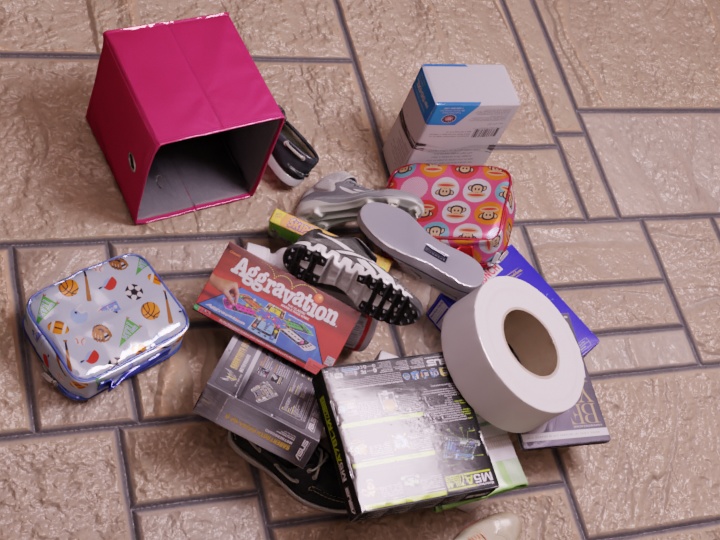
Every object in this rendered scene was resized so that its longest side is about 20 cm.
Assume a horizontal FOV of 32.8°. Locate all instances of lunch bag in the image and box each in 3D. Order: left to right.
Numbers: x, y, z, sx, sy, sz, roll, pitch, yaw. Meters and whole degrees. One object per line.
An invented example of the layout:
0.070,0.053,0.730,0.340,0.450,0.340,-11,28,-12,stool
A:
-0.333,0.076,1.596,0.200,0.076,0.160,-29,75,-34,lunch bag
0.126,-0.074,1.822,0.199,0.082,0.176,4,51,17,lunch bag

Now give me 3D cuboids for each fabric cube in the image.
-0.254,-0.216,1.736,0.200,0.196,0.200,-17,67,-29,fabric cube

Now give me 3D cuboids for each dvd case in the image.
0.260,0.152,1.716,0.148,0.016,0.200,0,62,-28,dvd case

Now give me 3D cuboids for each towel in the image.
0.126,0.207,1.613,0.149,0.031,0.200,-11,65,-26,towel

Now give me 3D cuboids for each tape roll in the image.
0.204,0.111,1.628,0.202,0.071,0.203,25,46,-29,tape roll

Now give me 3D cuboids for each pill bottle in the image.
-0.076,0.034,1.697,0.200,0.114,0.114,17,55,-11,pill bottle

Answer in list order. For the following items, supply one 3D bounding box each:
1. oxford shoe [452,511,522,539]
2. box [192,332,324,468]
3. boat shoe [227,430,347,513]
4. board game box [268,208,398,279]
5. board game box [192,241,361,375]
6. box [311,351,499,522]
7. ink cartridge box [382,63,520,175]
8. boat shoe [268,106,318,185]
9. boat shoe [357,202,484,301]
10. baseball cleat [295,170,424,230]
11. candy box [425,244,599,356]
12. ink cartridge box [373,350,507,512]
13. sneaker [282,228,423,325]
0.147,0.371,1.594,0.200,0.074,0.071,-31,74,-33,oxford shoe
-0.115,0.155,1.589,0.158,0.048,0.200,27,23,-4,box
-0.080,0.247,1.592,0.200,0.060,0.076,27,53,-3,boat shoe
-0.037,-0.029,1.757,0.200,0.096,0.030,27,79,0,board game box
-0.110,0.054,1.620,0.200,0.019,0.103,28,80,-2,board game box
0.056,0.205,1.545,0.200,0.048,0.194,-6,67,-27,box
0.135,-0.221,1.889,0.146,0.200,0.084,-4,58,-24,ink cartridge box
-0.134,-0.222,1.850,0.200,0.060,0.076,51,28,8,boat shoe
0.077,-0.021,1.730,0.200,0.070,0.071,30,52,-1,boat shoe
0.000,-0.110,1.801,0.199,0.070,0.107,-3,47,17,baseball cleat
0.223,0.084,1.805,0.169,0.077,0.200,-32,76,-34,candy box
0.088,0.219,1.661,0.200,0.086,0.147,24,54,-8,ink cartridge box
0.000,0.000,1.633,0.200,0.067,0.091,27,38,0,sneaker
